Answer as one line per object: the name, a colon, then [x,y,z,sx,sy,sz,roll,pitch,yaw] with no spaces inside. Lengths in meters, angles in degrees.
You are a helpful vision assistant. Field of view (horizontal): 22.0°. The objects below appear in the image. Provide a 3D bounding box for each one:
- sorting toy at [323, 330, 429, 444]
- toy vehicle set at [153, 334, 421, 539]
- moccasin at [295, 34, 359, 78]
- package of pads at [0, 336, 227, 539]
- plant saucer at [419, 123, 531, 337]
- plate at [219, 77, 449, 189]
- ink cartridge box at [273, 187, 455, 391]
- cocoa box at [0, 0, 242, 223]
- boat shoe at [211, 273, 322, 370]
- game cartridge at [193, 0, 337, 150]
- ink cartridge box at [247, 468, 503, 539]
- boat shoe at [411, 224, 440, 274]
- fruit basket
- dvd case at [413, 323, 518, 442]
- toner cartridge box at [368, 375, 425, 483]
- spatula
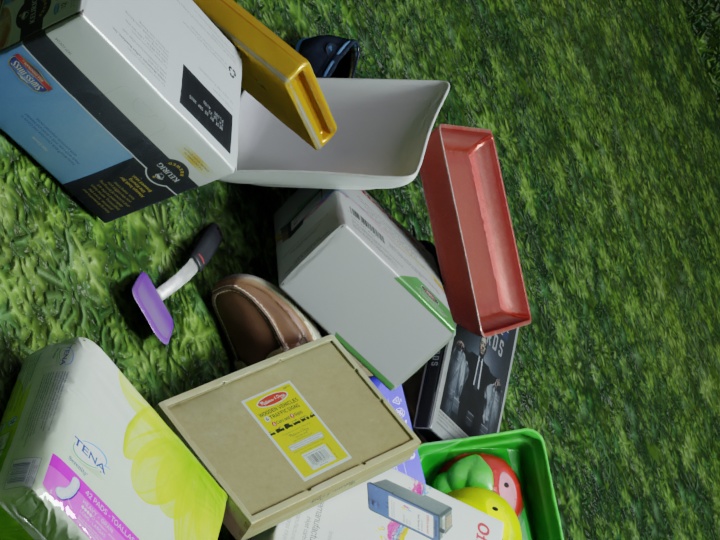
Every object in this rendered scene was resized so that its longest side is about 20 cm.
sorting toy: [0.017,0.087,1.825,0.185,0.036,0.200,-9,76,-65]
toy vehicle set: [-0.058,0.131,1.492,0.200,0.027,0.124,-20,62,-44]
moccasin: [-0.034,-0.169,1.840,0.081,0.068,0.200,67,20,-50]
package of pads: [-0.178,0.163,1.318,0.200,0.068,0.155,54,30,-33]
plant saucer: [0.107,-0.037,1.781,0.200,0.037,0.200,-8,87,-72]
plate: [-0.029,-0.123,1.704,0.200,0.199,0.032,-69,157,-57]
ink cartridge box: [0.000,0.000,1.676,0.145,0.084,0.200,43,12,-17]
cocoa box: [-0.200,-0.157,1.429,0.200,0.131,0.134,46,33,-42]
boat shoe: [-0.066,0.093,1.596,0.200,0.076,0.072,56,38,-13]
game cartridge: [-0.111,-0.199,1.590,0.200,0.032,0.176,43,-6,15]
ink cartridge box: [0.009,0.238,1.521,0.200,0.088,0.145,29,37,-11]
boat shoe: [0.046,-0.007,1.851,0.200,0.062,0.075,36,38,-47]
fruit basket: [0.119,0.250,1.735,0.216,0.155,0.216,173,-90,-78]
dvd case: [0.110,0.094,1.864,0.150,0.025,0.200,45,52,-52]
toner cartridge box: [0.020,0.201,1.665,0.043,0.095,0.200,-7,75,-28]
spatula: [-0.148,0.003,1.552,0.057,0.021,0.200,62,25,-15]
